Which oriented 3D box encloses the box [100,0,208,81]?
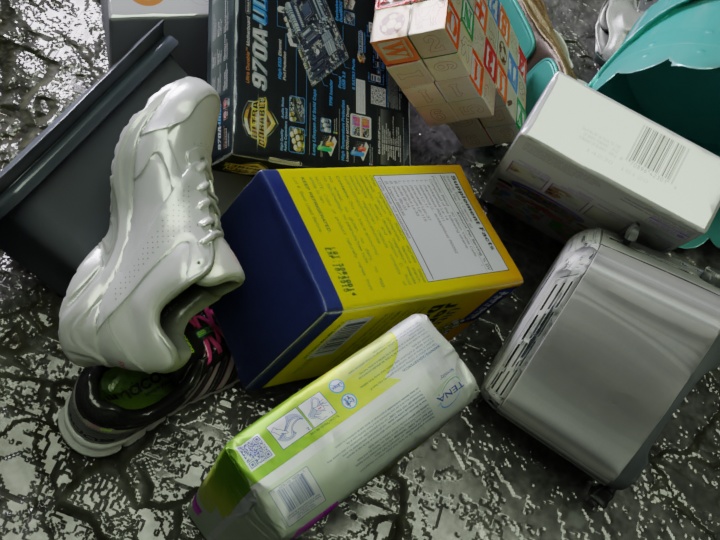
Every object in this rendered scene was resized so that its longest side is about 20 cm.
[{"bbox_3d":[-0.121,-0.236,0.826,0.200,0.098,0.125,-5,65,-16],"label":"box"}]

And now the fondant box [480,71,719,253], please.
[{"bbox_3d":[0.182,-0.067,0.749,0.144,0.200,0.058,29,81,3],"label":"fondant box"}]

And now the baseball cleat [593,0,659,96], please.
[{"bbox_3d":[0.305,-0.260,0.954,0.106,0.070,0.200,39,61,8],"label":"baseball cleat"}]

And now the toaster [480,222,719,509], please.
[{"bbox_3d":[0.178,0.065,0.712,0.129,0.200,0.114,31,21,8],"label":"toaster"}]

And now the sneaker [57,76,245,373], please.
[{"bbox_3d":[-0.113,-0.025,0.615,0.099,0.078,0.200,14,83,14],"label":"sneaker"}]

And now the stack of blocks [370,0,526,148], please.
[{"bbox_3d":[0.080,-0.177,0.778,0.058,0.200,0.115,-5,64,25],"label":"stack of blocks"}]

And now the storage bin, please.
[{"bbox_3d":[-0.182,-0.060,0.712,0.134,0.145,0.200,48,59,-18],"label":"storage bin"}]

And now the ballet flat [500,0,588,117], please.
[{"bbox_3d":[0.175,-0.185,0.898,0.072,0.068,0.200,3,57,-34],"label":"ballet flat"}]

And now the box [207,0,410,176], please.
[{"bbox_3d":[-0.037,-0.166,0.729,0.159,0.046,0.200,5,80,-35],"label":"box"}]

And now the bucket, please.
[{"bbox_3d":[0.295,-0.134,0.819,0.207,0.207,0.135,28,56,2],"label":"bucket"}]

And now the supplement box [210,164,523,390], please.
[{"bbox_3d":[0.000,0.000,0.688,0.200,0.110,0.109,-7,63,-43],"label":"supplement box"}]

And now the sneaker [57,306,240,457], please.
[{"bbox_3d":[-0.122,0.056,0.677,0.200,0.087,0.074,-34,83,-25],"label":"sneaker"}]

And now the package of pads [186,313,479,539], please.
[{"bbox_3d":[-0.022,0.115,0.610,0.154,0.200,0.068,-33,80,-26],"label":"package of pads"}]
